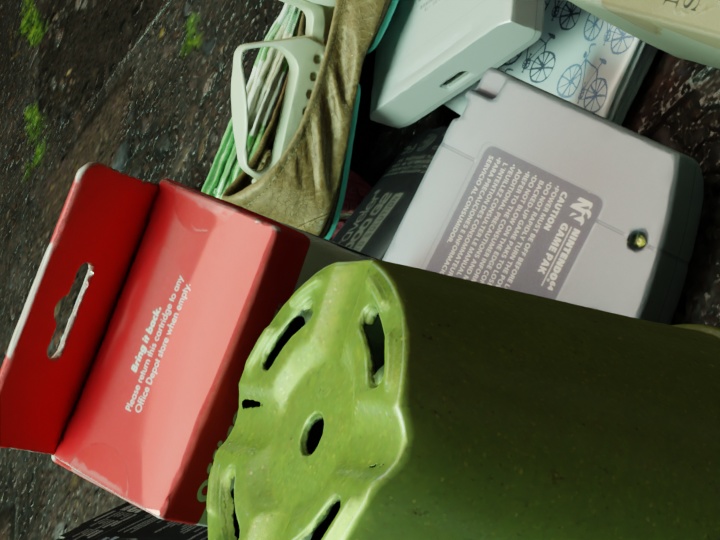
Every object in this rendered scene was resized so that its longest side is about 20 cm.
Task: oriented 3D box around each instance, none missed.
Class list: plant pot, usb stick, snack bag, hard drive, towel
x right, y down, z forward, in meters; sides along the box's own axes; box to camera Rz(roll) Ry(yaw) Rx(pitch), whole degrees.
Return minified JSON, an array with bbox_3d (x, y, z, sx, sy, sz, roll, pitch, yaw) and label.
[{"bbox_3d":[0.055,0.083,0.628,0.200,0.190,0.200,-44,34,41],"label":"plant pot"},{"bbox_3d":[0.000,0.000,0.893,0.055,0.033,0.200,-4,41,46],"label":"usb stick"},{"bbox_3d":[0.111,-0.157,0.905,0.200,0.021,0.189,-63,29,9],"label":"snack bag"},{"bbox_3d":[0.053,-0.186,0.914,0.132,0.027,0.200,-29,50,56],"label":"hard drive"},{"bbox_3d":[-0.045,-0.100,1.014,0.153,0.023,0.200,20,-91,-84],"label":"towel"}]

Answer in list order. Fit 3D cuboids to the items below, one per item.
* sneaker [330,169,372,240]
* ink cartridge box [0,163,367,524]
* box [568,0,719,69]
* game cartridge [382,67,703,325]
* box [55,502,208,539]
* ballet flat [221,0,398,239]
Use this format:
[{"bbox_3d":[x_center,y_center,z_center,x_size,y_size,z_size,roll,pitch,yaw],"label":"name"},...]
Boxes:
[{"bbox_3d":[-0.057,0.027,1.006,0.200,0.081,0.075,-60,28,15],"label":"sneaker"},{"bbox_3d":[-0.041,0.040,0.711,0.067,0.200,0.116,22,92,38],"label":"ink cartridge box"},{"bbox_3d":[0.174,-0.124,0.721,0.200,0.078,0.095,30,98,60],"label":"box"},{"bbox_3d":[0.065,0.023,0.798,0.133,0.041,0.200,31,96,38],"label":"game cartridge"},{"bbox_3d":[-0.058,0.145,0.745,0.200,0.157,0.050,-9,-72,-78],"label":"box"},{"bbox_3d":[-0.026,-0.113,0.918,0.068,0.072,0.200,-153,79,-69],"label":"ballet flat"}]
